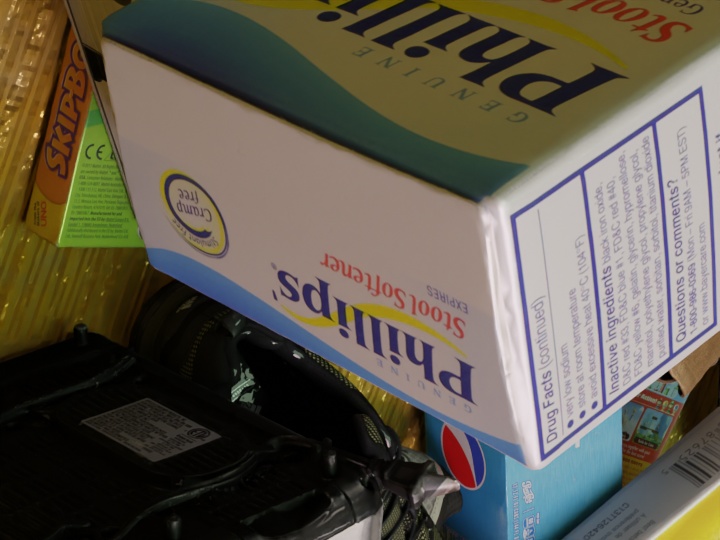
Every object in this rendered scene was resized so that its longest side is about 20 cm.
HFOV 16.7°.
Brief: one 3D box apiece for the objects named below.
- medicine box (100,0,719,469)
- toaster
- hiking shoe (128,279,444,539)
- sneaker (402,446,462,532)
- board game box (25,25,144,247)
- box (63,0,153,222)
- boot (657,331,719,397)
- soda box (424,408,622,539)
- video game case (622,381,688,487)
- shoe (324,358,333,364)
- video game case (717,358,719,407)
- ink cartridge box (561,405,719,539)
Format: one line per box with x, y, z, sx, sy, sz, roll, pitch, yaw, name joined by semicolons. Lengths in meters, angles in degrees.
0.051;-0.055;0.803;0.200;0.182;0.103;-33;131;-31;medicine box
-0.099;0.116;0.859;0.181;0.200;0.119;-21;120;-39;toaster
-0.015;0.092;0.962;0.076;0.101;0.200;-41;108;-10;hiking shoe
-0.005;0.164;1.080;0.087;0.074;0.200;8;100;-42;sneaker
-0.060;-0.105;0.911;0.095;0.030;0.200;0;113;-47;board game box
-0.045;-0.111;0.859;0.117;0.060;0.200;-39;134;-26;box
0.142;0.016;1.089;0.200;0.073;0.076;27;85;-77;boot
0.071;0.040;1.082;0.068;0.064;0.200;-19;120;-29;soda box
0.099;0.086;1.191;0.143;0.017;0.200;21;95;-50;video game case
0.000;0.000;0.938;0.053;0.200;0.070;-21;91;-12;shoe
0.281;0.112;1.257;0.036;0.200;0.182;-65;157;-48;video game case
0.151;0.182;1.133;0.198;0.047;0.200;-38;125;-18;ink cartridge box
